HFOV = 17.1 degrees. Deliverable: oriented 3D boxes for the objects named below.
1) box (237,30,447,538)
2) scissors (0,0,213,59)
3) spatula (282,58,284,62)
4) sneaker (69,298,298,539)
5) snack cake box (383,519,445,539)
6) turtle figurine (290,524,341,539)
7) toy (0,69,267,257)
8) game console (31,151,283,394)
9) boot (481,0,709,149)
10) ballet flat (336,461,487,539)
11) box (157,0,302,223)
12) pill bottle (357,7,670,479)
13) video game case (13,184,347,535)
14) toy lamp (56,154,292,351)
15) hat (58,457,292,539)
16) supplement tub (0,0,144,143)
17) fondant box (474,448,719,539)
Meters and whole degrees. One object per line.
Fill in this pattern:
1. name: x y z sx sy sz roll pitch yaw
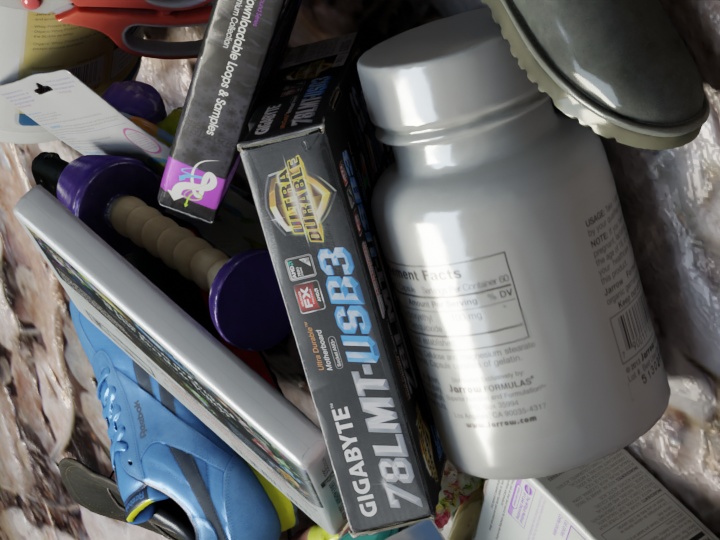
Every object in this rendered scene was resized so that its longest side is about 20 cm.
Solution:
1. box: 0.000 0.000 1.185 0.199 0.049 0.202 -69 -36 -70
2. scissors: -0.163 -0.138 1.279 0.073 0.198 0.014 93 171 -49
3. spatula: -0.036 -0.082 1.317 0.201 0.020 0.057 65 165 3
4. sneaker: -0.121 0.089 1.370 0.200 0.078 0.066 51 160 19
5. snack cake box: 0.041 0.225 1.051 0.201 0.067 0.115 57 148 18
6. turtle figurine: 0.007 0.135 1.376 0.201 0.064 0.161 63 150 1
7. toy: -0.095 -0.062 1.323 0.200 0.047 0.115 39 161 -22
8. game console: -0.113 0.023 1.406 0.200 0.031 0.178 25 141 54
9. boot: 0.108 -0.173 0.996 0.182 0.072 0.201 48 140 20
10. ballet flat: 0.022 0.146 1.250 0.064 0.200 0.075 48 146 -16
11. box: -0.044 -0.140 1.160 0.036 0.144 0.201 20 136 0
12. pill bottle: 0.067 -0.015 1.121 0.114 0.114 0.202 7 118 55
13. video game case: -0.087 0.050 1.246 0.200 0.023 0.182 41 170 14
14. toy lamp: -0.100 -0.017 1.237 0.200 0.058 0.059 28 135 52
15. hat: -0.096 0.136 1.502 0.199 0.081 0.201 25 166 6
16. supplement tub: -0.185 -0.186 1.343 0.145 0.144 0.201 47 146 25
17. fondant box: 0.141 0.186 1.219 0.200 0.058 0.145 45 145 29
